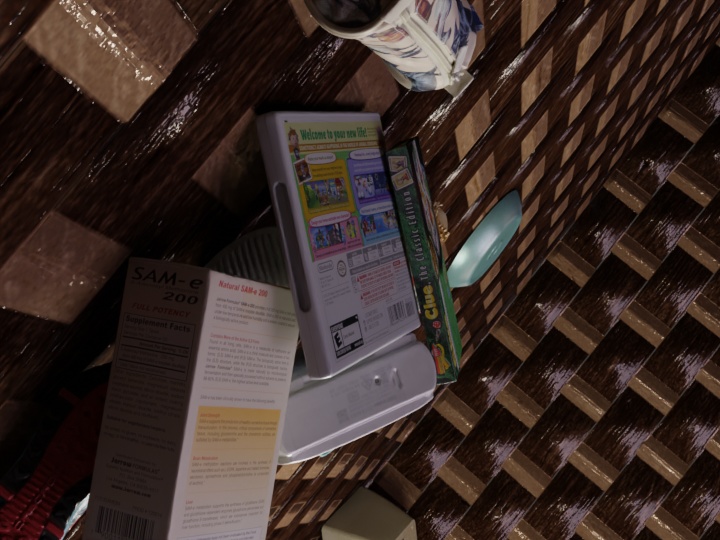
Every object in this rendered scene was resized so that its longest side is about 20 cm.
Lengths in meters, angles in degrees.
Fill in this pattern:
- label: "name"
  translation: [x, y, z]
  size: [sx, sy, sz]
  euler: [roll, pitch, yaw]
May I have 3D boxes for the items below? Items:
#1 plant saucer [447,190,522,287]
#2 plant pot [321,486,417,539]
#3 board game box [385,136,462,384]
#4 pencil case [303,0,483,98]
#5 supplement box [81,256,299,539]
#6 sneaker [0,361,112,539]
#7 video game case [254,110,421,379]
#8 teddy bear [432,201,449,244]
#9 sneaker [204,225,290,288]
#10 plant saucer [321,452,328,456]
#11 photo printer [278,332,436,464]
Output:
- label: "plant saucer"
  translation: [0.213, -0.043, 1.813]
  size: [0.200, 0.036, 0.200]
  euler: [-49, 167, -15]
- label: "plant pot"
  translation: [0.037, 0.691, 2.703]
  size: [0.199, 0.175, 0.203]
  euler: [-35, 124, -50]
- label: "board game box"
  translation: [0.058, -0.012, 0.948]
  size: [0.023, 0.204, 0.105]
  euler: [-11, -171, 8]
- label: "pencil case"
  translation: [0.024, -0.169, 0.692]
  size: [0.078, 0.089, 0.200]
  euler: [-52, 167, 10]
- label: "supplement box"
  translation: [-0.112, 0.101, 0.742]
  size: [0.126, 0.072, 0.204]
  euler: [18, 80, -62]
- label: "sneaker"
  translation: [-0.218, 0.142, 0.779]
  size: [0.200, 0.079, 0.095]
  euler: [-47, -171, -23]
- label: "video game case"
  translation: [-0.010, -0.029, 0.823]
  size: [0.022, 0.185, 0.200]
  euler: [-10, -176, 23]
- label: "teddy bear"
  translation: [0.043, 0.003, 1.314]
  size: [0.202, 0.066, 0.145]
  euler: [-58, 177, 0]
- label: "sneaker"
  translation: [-0.102, 0.035, 0.870]
  size: [0.200, 0.074, 0.082]
  euler: [-48, 177, 24]
- label: "plant saucer"
  translation: [-0.009, 0.194, 1.651]
  size: [0.200, 0.036, 0.200]
  euler: [-48, 167, -14]
- label: "photo printer"
  translation: [-0.051, 0.111, 0.947]
  size: [0.165, 0.071, 0.199]
  euler: [-20, -176, -31]
